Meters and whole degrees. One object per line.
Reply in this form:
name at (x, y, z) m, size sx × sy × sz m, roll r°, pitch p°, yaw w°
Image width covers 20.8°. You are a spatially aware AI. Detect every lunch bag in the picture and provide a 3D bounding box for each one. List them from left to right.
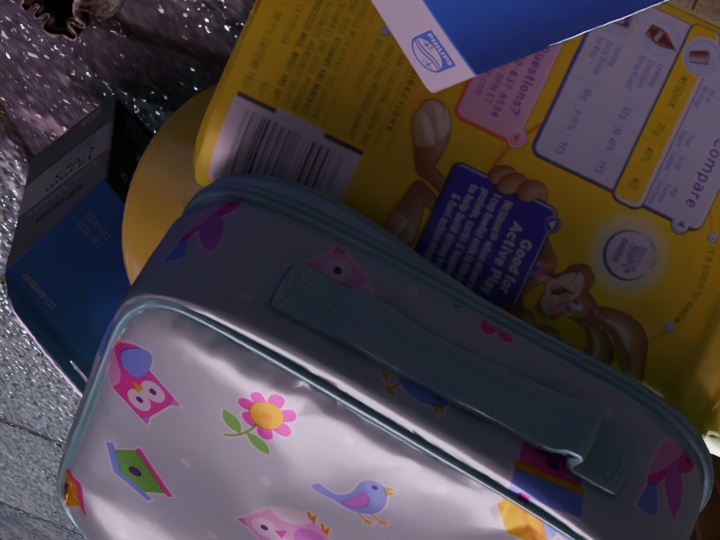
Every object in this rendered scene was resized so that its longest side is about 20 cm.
lunch bag at (0.009, 0.066, 0.623) m, size 0.199 × 0.077 × 0.161 m, roll 29°, pitch 138°, yaw 2°

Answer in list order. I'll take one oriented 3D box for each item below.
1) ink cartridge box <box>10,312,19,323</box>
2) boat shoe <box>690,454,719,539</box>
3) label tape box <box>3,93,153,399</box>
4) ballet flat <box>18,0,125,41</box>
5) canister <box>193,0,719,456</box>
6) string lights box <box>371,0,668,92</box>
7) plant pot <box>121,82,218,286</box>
ink cartridge box at (-0.091, 0.042, 1.185) m, size 0.199 × 0.085 × 0.144 m, roll 36°, pitch 159°, yaw -27°
boat shoe at (0.161, 0.090, 0.877) m, size 0.198 × 0.075 × 0.069 m, roll -14°, pitch -166°, yaw -26°
label tape box at (-0.098, 0.014, 0.938) m, size 0.144 × 0.066 × 0.200 m, roll 52°, pitch -172°, yaw -20°
ballet flat at (-0.123, -0.145, 0.774) m, size 0.067 × 0.047 × 0.200 m, roll 23°, pitch 162°, yaw 4°
canister at (0.062, -0.049, 0.636) m, size 0.199 × 0.150 × 0.087 m, roll 26°, pitch -177°, yaw 5°
string lights box at (0.085, -0.112, 0.488) m, size 0.059 × 0.103 × 0.200 m, roll 55°, pitch 154°, yaw -10°
plant pot at (0.000, 0.000, 0.814) m, size 0.201 × 0.202 × 0.188 m, roll 40°, pitch 172°, yaw -39°
